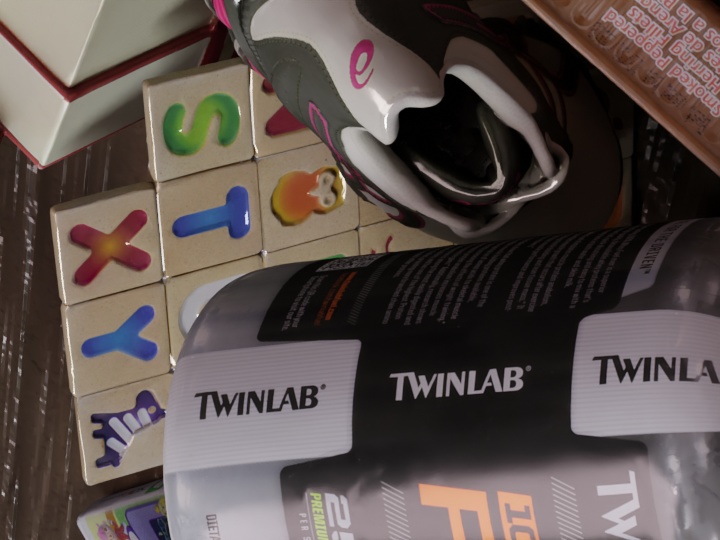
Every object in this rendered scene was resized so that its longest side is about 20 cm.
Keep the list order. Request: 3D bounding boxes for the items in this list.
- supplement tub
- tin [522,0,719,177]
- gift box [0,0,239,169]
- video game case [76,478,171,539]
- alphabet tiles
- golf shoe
[{"bbox_3d":[0.056,0.051,0.778,0.199,0.123,0.123,-6,112,29],"label":"supplement tub"},{"bbox_3d":[0.087,-0.066,0.823,0.200,0.112,0.042,42,101,-3],"label":"tin"},{"bbox_3d":[-0.074,-0.143,0.878,0.200,0.184,0.187,49,138,19],"label":"gift box"},{"bbox_3d":[-0.013,0.166,1.145,0.182,0.022,0.201,-20,101,48],"label":"video game case"},{"bbox_3d":[0.000,0.000,0.904,0.006,0.199,0.167,-134,35,-53],"label":"alphabet tiles"},{"bbox_3d":[0.027,-0.036,0.822,0.077,0.200,0.088,-41,55,11],"label":"golf shoe"}]
